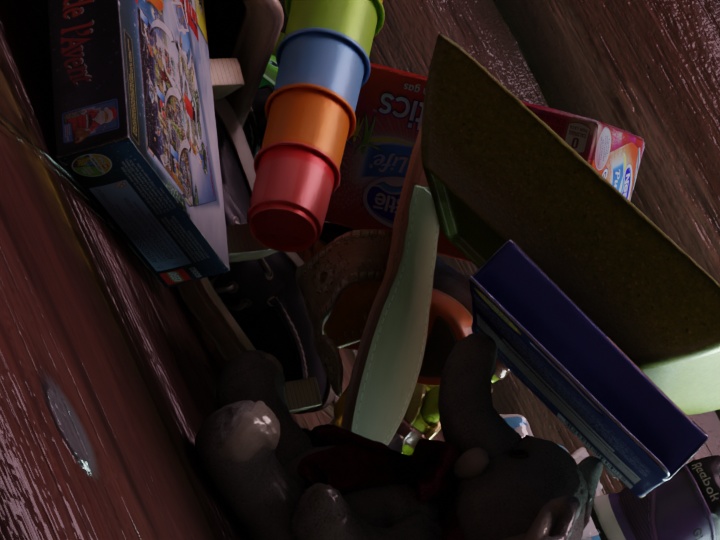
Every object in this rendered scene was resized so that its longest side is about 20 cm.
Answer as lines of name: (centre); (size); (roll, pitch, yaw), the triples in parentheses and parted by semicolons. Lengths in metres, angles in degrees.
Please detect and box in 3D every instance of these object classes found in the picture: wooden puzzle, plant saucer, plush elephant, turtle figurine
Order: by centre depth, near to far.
plush elephant: (0.033, 0.105, 1.017); (0.201, 0.154, 0.165); (62, 4, 0)
plant saucer: (0.099, -0.004, 1.062); (0.200, 0.048, 0.200); (44, -5, 14)
wooden puzzle: (-0.109, -0.147, 1.277); (0.186, 0.037, 0.200); (63, -30, 33)
turtle figurine: (0.031, 0.085, 1.350); (0.064, 0.161, 0.200); (42, 6, -17)

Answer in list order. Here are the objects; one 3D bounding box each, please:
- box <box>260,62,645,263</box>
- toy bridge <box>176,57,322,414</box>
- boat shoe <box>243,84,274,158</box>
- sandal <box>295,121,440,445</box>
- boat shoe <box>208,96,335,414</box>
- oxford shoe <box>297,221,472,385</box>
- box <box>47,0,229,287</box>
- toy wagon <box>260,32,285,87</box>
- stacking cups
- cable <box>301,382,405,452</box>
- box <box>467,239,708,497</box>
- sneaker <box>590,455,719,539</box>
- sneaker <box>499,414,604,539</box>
box: (0.050, -0.059, 1.268); (0.100, 0.199, 0.096); (4, 101, -67)
toy bridge: (-0.072, -0.013, 1.162); (0.067, 0.027, 0.201); (-7, 80, -46)
boat shoe: (-0.063, -0.068, 1.391); (0.200, 0.066, 0.075); (91, -24, -66)
sandal: (0.002, 0.003, 1.170); (0.078, 0.069, 0.213); (59, 46, -59)
boat shoe: (-0.077, -0.004, 1.224); (0.063, 0.072, 0.201); (-31, 102, -44)
oxford shoe: (-0.003, 0.008, 1.317); (0.199, 0.073, 0.072); (27, -58, 26)
box: (-0.113, -0.111, 1.092); (0.137, 0.037, 0.201); (56, 23, -58)
toy wagon: (-0.074, -0.128, 1.412); (0.155, 0.040, 0.200); (36, -14, -22)
stacking cups: (-0.025, -0.102, 1.189); (0.061, 0.060, 0.201); (59, 32, -42)
cable: (-0.020, 0.115, 1.209); (0.200, 0.050, 0.098); (-16, 118, -70)
box: (0.100, 0.047, 0.995); (0.121, 0.032, 0.200); (45, -2, 8)
sneaker: (0.199, 0.161, 1.234); (0.076, 0.087, 0.200); (65, 9, 27)
sneaker: (0.123, 0.149, 1.297); (0.200, 0.076, 0.081); (36, 62, -48)
